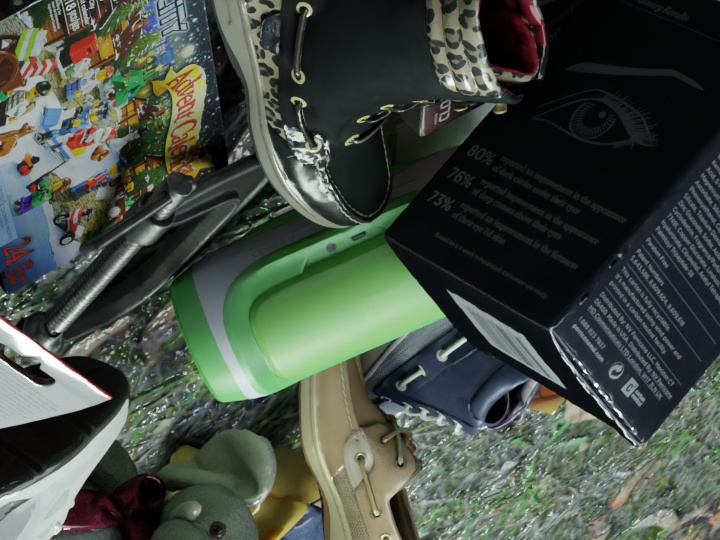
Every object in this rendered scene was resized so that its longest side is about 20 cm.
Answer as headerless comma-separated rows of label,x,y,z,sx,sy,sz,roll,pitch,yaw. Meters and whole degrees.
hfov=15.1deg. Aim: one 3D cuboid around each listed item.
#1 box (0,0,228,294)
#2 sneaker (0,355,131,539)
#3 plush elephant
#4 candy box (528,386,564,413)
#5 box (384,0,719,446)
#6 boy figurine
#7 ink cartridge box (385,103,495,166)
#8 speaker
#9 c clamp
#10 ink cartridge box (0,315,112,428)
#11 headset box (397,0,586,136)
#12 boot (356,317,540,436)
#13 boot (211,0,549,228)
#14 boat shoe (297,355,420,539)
box,-0.138,-0.087,1.319,0.136,0.038,0.200,-30,150,-15
sneaker,-0.186,0.138,1.360,0.200,0.075,0.116,-43,140,-26
plush elephant,-0.129,0.158,1.537,0.154,0.166,0.200,-2,174,15
candy box,0.142,0.000,1.743,0.200,0.057,0.116,-51,148,18
box,0.137,-0.038,1.370,0.200,0.148,0.104,-48,129,-9
boy figurine,-0.065,0.157,1.718,0.124,0.065,0.200,-30,153,3
ink cartridge box,0.083,-0.085,1.562,0.199,0.048,0.146,-27,149,-20
speaker,0.000,0.000,1.482,0.199,0.089,0.089,-23,151,4
c clamp,-0.122,-0.006,1.404,0.171,0.027,0.200,-33,172,-39
ink cartridge box,-0.226,0.040,1.268,0.199,0.051,0.109,-14,148,25
headset box,0.079,-0.171,1.408,0.199,0.077,0.149,-27,148,-18
boot,0.047,0.072,1.660,0.072,0.091,0.200,-21,161,-29
boot,0.020,-0.088,1.342,0.074,0.153,0.204,-59,145,-33
boat shoe,0.006,0.114,1.649,0.071,0.064,0.201,-62,145,-66
